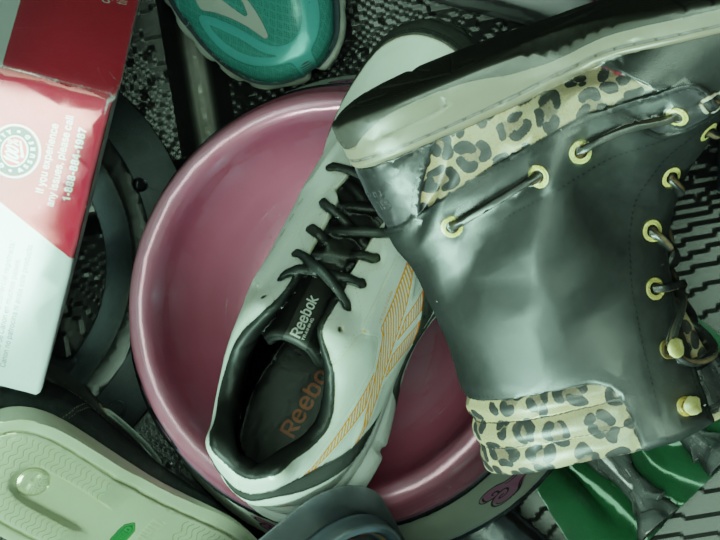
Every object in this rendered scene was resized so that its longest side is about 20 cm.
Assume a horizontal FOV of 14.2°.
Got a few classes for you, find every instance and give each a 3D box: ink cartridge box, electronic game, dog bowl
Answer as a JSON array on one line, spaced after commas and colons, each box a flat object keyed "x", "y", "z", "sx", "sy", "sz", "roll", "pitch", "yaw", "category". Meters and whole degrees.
[{"x": -0.196, "y": -0.069, "z": 1.114, "sx": 0.199, "sy": 0.145, "sz": 0.146, "roll": 14, "pitch": 125, "yaw": -6, "category": "ink cartridge box"}, {"x": -0.169, "y": -0.001, "z": 1.237, "sx": 0.199, "sy": 0.042, "sz": 0.201, "roll": 0, "pitch": 84, "yaw": 0, "category": "electronic game"}, {"x": -0.004, "y": 0.015, "z": 1.157, "sx": 0.200, "sy": 0.074, "sz": 0.201, "roll": -1, "pitch": 85, "yaw": 13, "category": "dog bowl"}]

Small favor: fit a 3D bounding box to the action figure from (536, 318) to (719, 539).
[{"x": 0.068, "y": 0.021, "z": 1.204, "sx": 0.200, "sy": 0.055, "sz": 0.118, "roll": 45, "pitch": 98, "yaw": 10, "category": "action figure"}]

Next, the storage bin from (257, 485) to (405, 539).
[{"x": 0.007, "y": 0.205, "z": 1.104, "sx": 0.145, "sy": 0.200, "sz": 0.134, "roll": -38, "pitch": 53, "yaw": -11, "category": "storage bin"}]

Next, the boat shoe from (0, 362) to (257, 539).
[{"x": -0.092, "y": 0.102, "z": 1.183, "sx": 0.072, "sy": 0.068, "sz": 0.200, "roll": -40, "pitch": 124, "yaw": 9, "category": "boat shoe"}]

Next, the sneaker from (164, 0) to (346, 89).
[{"x": -0.069, "y": -0.168, "z": 1.209, "sx": 0.077, "sy": 0.080, "sz": 0.200, "roll": -24, "pitch": 87, "yaw": 6, "category": "sneaker"}]

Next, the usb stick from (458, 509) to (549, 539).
[{"x": 0.010, "y": 0.088, "z": 1.216, "sx": 0.200, "sy": 0.033, "sz": 0.056, "roll": 40, "pitch": 113, "yaw": 7, "category": "usb stick"}]

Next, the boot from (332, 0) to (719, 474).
[{"x": 0.105, "y": -0.020, "z": 1.033, "sx": 0.199, "sy": 0.073, "sz": 0.151, "roll": -18, "pitch": 102, "yaw": 7, "category": "boot"}]

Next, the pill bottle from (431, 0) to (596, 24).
[{"x": 0.065, "y": -0.207, "z": 1.175, "sx": 0.113, "sy": 0.113, "sz": 0.201, "roll": 16, "pitch": 91, "yaw": 7, "category": "pill bottle"}]

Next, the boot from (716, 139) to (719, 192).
[{"x": 0.236, "y": -0.110, "z": 1.168, "sx": 0.200, "sy": 0.076, "sz": 0.169, "roll": -7, "pitch": 85, "yaw": 14, "category": "boot"}]

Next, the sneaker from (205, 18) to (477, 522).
[{"x": 0.000, "y": 0.000, "z": 1.080, "sx": 0.074, "sy": 0.080, "sz": 0.200, "roll": 18, "pitch": 88, "yaw": 17, "category": "sneaker"}]
